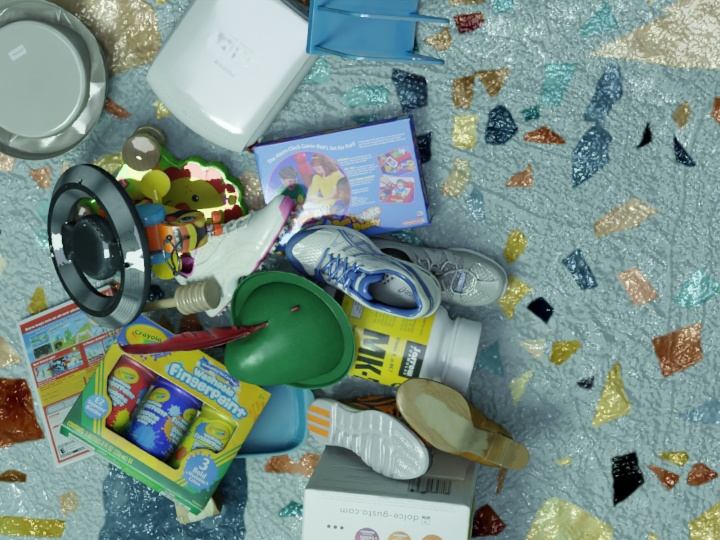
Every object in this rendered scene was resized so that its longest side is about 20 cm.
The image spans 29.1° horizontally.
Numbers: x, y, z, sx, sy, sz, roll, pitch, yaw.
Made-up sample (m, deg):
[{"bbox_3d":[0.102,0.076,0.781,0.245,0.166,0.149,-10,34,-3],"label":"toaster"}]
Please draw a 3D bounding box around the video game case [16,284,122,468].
[{"bbox_3d":[-0.355,0.137,1.793,0.142,0.017,0.201,-21,77,11],"label":"video game case"}]

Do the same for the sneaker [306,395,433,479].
[{"bbox_3d":[0.036,0.194,1.725,0.199,0.112,0.078,22,110,42],"label":"sneaker"}]

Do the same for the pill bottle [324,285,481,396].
[{"bbox_3d":[0.044,0.086,1.720,0.199,0.114,0.115,14,103,4],"label":"pill bottle"}]

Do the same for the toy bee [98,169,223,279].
[{"bbox_3d":[-0.225,-0.043,1.664,0.200,0.108,0.131,45,140,35],"label":"toy bee"}]

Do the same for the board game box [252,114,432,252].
[{"bbox_3d":[-0.021,-0.108,1.721,0.199,0.045,0.135,-9,101,9],"label":"board game box"}]

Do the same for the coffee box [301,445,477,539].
[{"bbox_3d":[0.037,0.337,1.729,0.198,0.200,0.199,5,103,6],"label":"coffee box"}]

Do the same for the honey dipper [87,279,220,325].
[{"bbox_3d":[-0.262,0.047,1.734,0.199,0.038,0.038,-13,101,31],"label":"honey dipper"}]

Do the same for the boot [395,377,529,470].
[{"bbox_3d":[0.103,0.186,1.703,0.201,0.144,0.071,31,82,-20],"label":"boot"}]

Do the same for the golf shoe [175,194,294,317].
[{"bbox_3d":[-0.158,-0.029,1.700,0.091,0.075,0.200,37,120,-9],"label":"golf shoe"}]

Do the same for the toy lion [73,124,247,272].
[{"bbox_3d":[-0.251,-0.071,1.755,0.192,0.069,0.200,44,104,-11],"label":"toy lion"}]

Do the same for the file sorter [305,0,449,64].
[{"bbox_3d":[0.032,-0.341,1.599,0.138,0.123,0.201,-1,104,-27],"label":"file sorter"}]

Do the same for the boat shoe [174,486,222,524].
[{"bbox_3d":[-0.244,0.234,1.809,0.063,0.073,0.202,-21,104,8],"label":"boat shoe"}]

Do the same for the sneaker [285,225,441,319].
[{"bbox_3d":[0.000,0.000,1.641,0.199,0.088,0.076,19,101,10],"label":"sneaker"}]

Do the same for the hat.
[{"bbox_3d":[-0.131,0.111,1.619,0.199,0.176,0.167,-3,116,33],"label":"hat"}]

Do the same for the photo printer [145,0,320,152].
[{"bbox_3d":[-0.154,-0.257,1.694,0.166,0.069,0.200,38,104,-2],"label":"photo printer"}]

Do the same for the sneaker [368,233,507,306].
[{"bbox_3d":[0.082,0.008,1.714,0.199,0.082,0.075,11,103,5],"label":"sneaker"}]

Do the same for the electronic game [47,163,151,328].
[{"bbox_3d":[-0.314,-0.028,1.662,0.199,0.041,0.201,19,116,43],"label":"electronic game"}]

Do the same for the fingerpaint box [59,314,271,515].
[{"bbox_3d":[-0.237,0.174,1.691,0.199,0.073,0.167,33,71,-4],"label":"fingerpaint box"}]

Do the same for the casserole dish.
[{"bbox_3d":[-0.157,0.179,1.767,0.199,0.039,0.122,-1,76,-14],"label":"casserole dish"}]

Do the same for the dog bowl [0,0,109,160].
[{"bbox_3d":[-0.406,-0.240,1.735,0.199,0.059,0.202,1,102,6],"label":"dog bowl"}]
